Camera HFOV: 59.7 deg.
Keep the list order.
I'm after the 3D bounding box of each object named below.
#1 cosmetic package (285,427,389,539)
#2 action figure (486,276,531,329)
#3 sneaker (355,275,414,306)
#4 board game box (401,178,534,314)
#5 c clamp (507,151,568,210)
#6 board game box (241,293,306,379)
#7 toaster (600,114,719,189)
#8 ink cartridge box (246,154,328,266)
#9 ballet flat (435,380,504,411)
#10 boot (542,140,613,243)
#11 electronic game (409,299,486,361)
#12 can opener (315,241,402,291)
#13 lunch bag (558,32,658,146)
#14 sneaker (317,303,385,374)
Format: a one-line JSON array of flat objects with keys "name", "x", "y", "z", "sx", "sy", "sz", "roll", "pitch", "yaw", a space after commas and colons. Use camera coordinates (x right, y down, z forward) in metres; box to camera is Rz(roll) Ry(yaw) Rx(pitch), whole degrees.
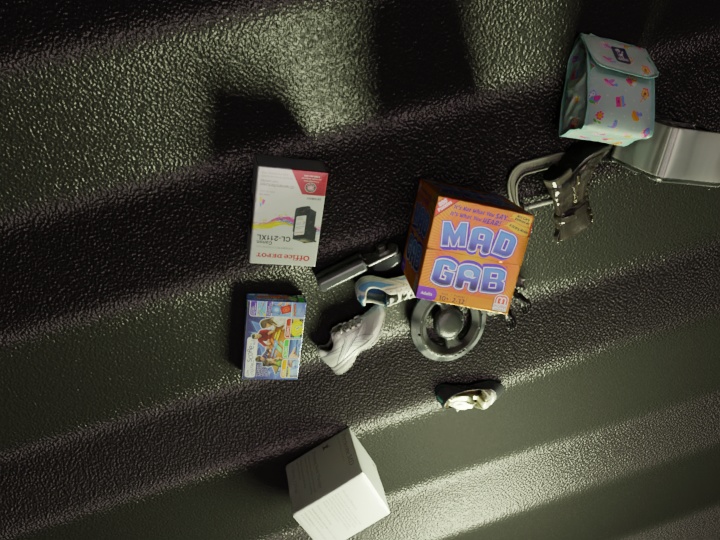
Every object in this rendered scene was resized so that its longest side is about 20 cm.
[{"name": "cosmetic package", "x": -0.059, "y": 0.546, "z": 1.570, "sx": 0.197, "sy": 0.168, "sz": 0.168, "roll": -31, "pitch": 119, "yaw": 2}, {"name": "action figure", "x": 0.329, "y": 0.045, "z": 1.460, "sx": 0.118, "sy": 0.103, "sz": 0.200, "roll": -39, "pitch": 122, "yaw": 9}, {"name": "sneaker", "x": 0.085, "y": 0.048, "z": 1.409, "sx": 0.193, "sy": 0.074, "sz": 0.073, "roll": -4, "pitch": 140, "yaw": -8}, {"name": "board game box", "x": 0.210, "y": -0.055, "z": 1.294, "sx": 0.194, "sy": 0.201, "sz": 0.206, "roll": 10, "pitch": 106, "yaw": -8}, {"name": "c clamp", "x": 0.421, "y": -0.177, "z": 1.415, "sx": 0.194, "sy": 0.027, "sz": 0.176, "roll": -9, "pitch": 118, "yaw": -10}, {"name": "board game box", "x": -0.198, "y": 0.152, "z": 1.415, "sx": 0.131, "sy": 0.035, "sz": 0.206, "roll": 3, "pitch": 115, "yaw": -15}, {"name": "toaster", "x": 0.655, "y": -0.260, "z": 1.349, "sx": 0.194, "sy": 0.182, "sz": 0.122, "roll": 2, "pitch": 113, "yaw": -16}, {"name": "ink cartridge box", "x": -0.150, "y": -0.118, "z": 1.268, "sx": 0.141, "sy": 0.083, "sz": 0.206, "roll": 2, "pitch": 115, "yaw": -16}, {"name": "ballet flat", "x": 0.288, "y": 0.328, "z": 1.607, "sx": 0.194, "sy": 0.073, "sz": 0.075, "roll": 1, "pitch": 116, "yaw": -15}, {"name": "boot", "x": 0.490, "y": -0.177, "z": 1.397, "sx": 0.197, "sy": 0.069, "sz": 0.176, "roll": -34, "pitch": 122, "yaw": -6}, {"name": "electronic game", "x": 0.210, "y": 0.122, "z": 1.500, "sx": 0.194, "sy": 0.042, "sz": 0.206, "roll": -5, "pitch": 109, "yaw": -14}, {"name": "can opener", "x": 0.000, "y": 0.000, "z": 1.381, "sx": 0.196, "sy": 0.054, "sz": 0.068, "roll": -27, "pitch": 119, "yaw": 1}, {"name": "lunch bag", "x": 0.509, "y": -0.374, "z": 1.286, "sx": 0.165, "sy": 0.122, "sz": 0.207, "roll": 6, "pitch": 90, "yaw": -13}, {"name": "sneaker", "x": -0.019, "y": 0.150, "z": 1.442, "sx": 0.087, "sy": 0.075, "sz": 0.201, "roll": 38, "pitch": 102, "yaw": -22}]
